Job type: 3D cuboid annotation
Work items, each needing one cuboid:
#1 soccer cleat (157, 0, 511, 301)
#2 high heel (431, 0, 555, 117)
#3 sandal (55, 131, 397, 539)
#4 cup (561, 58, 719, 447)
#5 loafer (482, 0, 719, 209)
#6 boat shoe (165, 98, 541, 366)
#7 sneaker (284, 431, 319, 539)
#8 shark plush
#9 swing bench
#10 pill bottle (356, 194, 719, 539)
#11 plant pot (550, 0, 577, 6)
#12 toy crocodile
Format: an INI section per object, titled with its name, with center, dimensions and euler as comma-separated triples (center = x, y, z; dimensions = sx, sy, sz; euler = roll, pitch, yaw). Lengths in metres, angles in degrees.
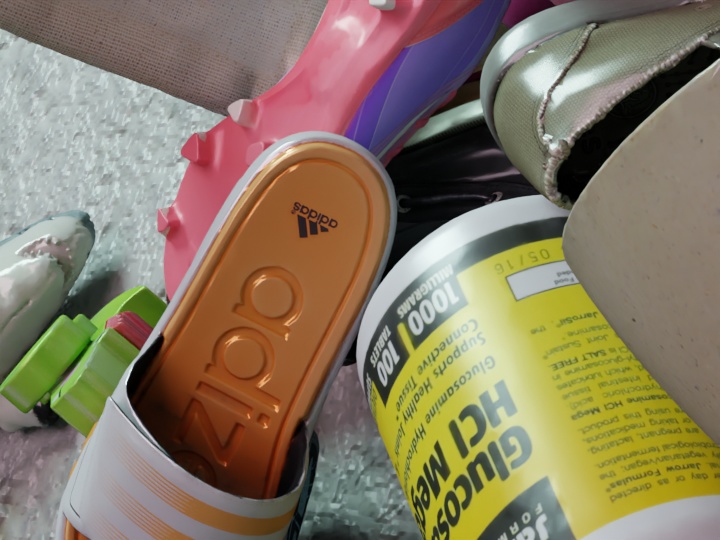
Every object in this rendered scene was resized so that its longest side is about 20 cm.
[soccer cleat]
center = -0.002, -0.056, 0.902
dimensions = 0.201, 0.076, 0.067
euler = -57, 48, 25
[high heel]
center = 0.038, -0.072, 0.953
dimensions = 0.200, 0.067, 0.096
euler = 20, 75, 55
[sandal]
center = -0.052, 0.050, 0.859
dimensions = 0.059, 0.079, 0.208
euler = -63, -5, -76
[cup]
center = 0.176, 0.010, 0.700
dimensions = 0.200, 0.200, 0.144
euler = -37, 69, 28
[loafer]
center = 0.137, -0.060, 0.790
dimensions = 0.199, 0.075, 0.070
euler = -19, 37, 12
[boat shoe]
center = 0.002, 0.001, 0.956
dimensions = 0.198, 0.075, 0.066
euler = -20, 44, 28
[sneaker]
center = -0.041, 0.151, 0.938
dimensions = 0.095, 0.079, 0.202
euler = 15, 88, 35
[shark plush]
center = -0.186, 0.041, 1.173
dimensions = 0.200, 0.090, 0.084
euler = -45, 19, 51
[swing bench]
center = -0.103, -0.149, 0.990
dimensions = 0.131, 0.198, 0.200
euler = -67, 20, 5
[pill bottle]
center = 0.077, 0.080, 0.803
dimensions = 0.112, 0.112, 0.201
euler = -44, 44, 21
[plant pot]
center = 0.128, -0.196, 0.851
dimensions = 0.200, 0.200, 0.180
euler = -41, 30, 24
[toy crocodile]
center = -0.094, 0.043, 0.993
dimensions = 0.062, 0.067, 0.200
euler = -50, 3, -1
